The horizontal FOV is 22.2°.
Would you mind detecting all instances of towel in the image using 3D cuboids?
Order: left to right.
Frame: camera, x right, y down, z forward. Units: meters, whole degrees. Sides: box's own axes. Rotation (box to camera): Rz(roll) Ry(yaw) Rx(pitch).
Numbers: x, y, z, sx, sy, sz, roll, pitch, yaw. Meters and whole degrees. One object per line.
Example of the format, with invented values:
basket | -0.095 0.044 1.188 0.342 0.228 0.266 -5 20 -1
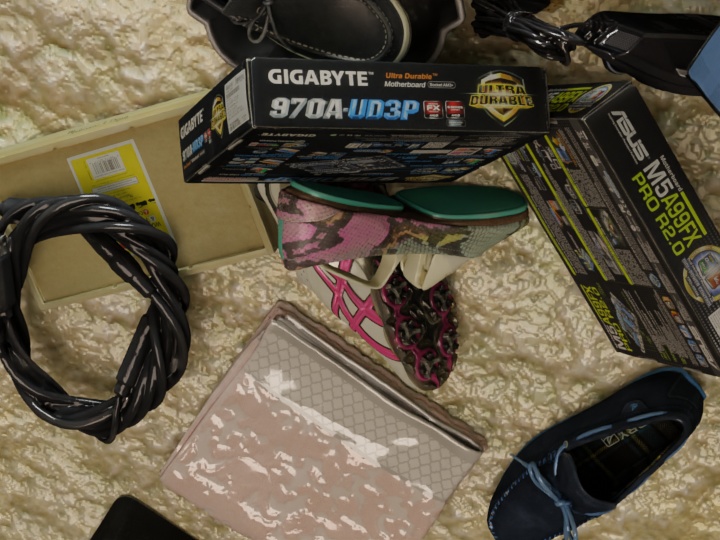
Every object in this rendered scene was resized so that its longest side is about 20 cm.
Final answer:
towel | -0.030 0.148 1.404 0.199 0.032 0.191 33 117 -2

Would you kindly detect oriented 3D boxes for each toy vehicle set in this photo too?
toy vehicle set | -0.170 -0.050 1.348 0.199 0.027 0.125 -13 111 19

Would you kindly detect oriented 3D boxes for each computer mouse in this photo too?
computer mouse | 0.166 -0.145 1.183 0.199 0.140 0.046 -2 111 -27

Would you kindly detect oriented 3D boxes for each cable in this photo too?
cable | -0.201 0.035 1.359 0.162 0.051 0.201 -7 111 11

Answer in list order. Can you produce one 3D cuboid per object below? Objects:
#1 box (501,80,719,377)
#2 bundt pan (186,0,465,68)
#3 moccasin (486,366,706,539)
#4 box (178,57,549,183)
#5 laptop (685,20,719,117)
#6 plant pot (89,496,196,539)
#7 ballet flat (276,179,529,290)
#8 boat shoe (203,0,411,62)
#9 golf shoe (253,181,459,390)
box | 0.173 -0.029 1.206 0.044 0.160 0.201 -36 104 -13
bundt pan | -0.017 -0.215 1.207 0.201 0.076 0.203 5 115 12
moccasin | 0.162 0.141 1.333 0.080 0.068 0.200 40 117 -7
box | -0.001 -0.092 1.173 0.199 0.159 0.046 -1 81 -20
laptop | 0.326 -0.137 1.088 0.199 0.117 0.187 -8 150 35
plant pot | -0.177 0.341 1.446 0.199 0.178 0.200 33 118 -4
ballet flat | 0.026 -0.022 1.242 0.199 0.069 0.072 0 110 -36
boat shoe | -0.060 -0.182 1.157 0.199 0.062 0.075 31 116 -4
golf shoe | 0.000 0.000 1.315 0.092 0.073 0.201 -13 113 47
